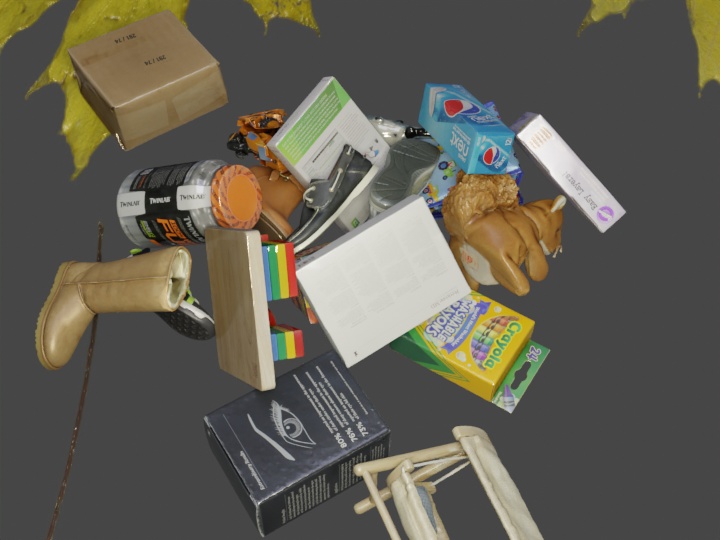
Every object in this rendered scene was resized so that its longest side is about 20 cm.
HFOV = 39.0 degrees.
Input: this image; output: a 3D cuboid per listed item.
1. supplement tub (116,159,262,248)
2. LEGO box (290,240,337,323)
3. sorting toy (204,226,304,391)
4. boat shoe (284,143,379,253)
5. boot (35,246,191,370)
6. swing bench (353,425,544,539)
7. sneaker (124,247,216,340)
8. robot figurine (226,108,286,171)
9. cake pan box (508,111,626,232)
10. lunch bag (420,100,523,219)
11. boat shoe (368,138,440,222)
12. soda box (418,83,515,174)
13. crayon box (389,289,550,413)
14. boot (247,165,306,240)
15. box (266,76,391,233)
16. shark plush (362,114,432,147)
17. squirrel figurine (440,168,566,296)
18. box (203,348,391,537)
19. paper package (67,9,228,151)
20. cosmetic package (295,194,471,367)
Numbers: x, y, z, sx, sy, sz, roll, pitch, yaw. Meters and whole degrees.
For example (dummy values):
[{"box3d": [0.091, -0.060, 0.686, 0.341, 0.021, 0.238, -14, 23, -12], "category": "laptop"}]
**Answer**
[{"box3d": [-0.251, -0.098, 1.498, 0.199, 0.123, 0.123, -4, 47, 34], "category": "supplement tub"}, {"box3d": [0.000, 0.000, 1.453, 0.199, 0.077, 0.149, -15, 13, -12], "category": "LEGO box"}, {"box3d": [-0.140, 0.041, 1.354, 0.069, 0.199, 0.201, -8, 97, -23], "category": "sorting toy"}, {"box3d": [-0.057, -0.100, 1.483, 0.068, 0.072, 0.200, 43, 69, -10], "category": "boat shoe"}, {"box3d": [-0.345, 0.051, 1.414, 0.199, 0.066, 0.176, -4, 65, 22], "category": "boot"}, {"box3d": [0.119, 0.313, 1.238, 0.199, 0.130, 0.199, -18, 55, -14], "category": "swing bench"}, {"box3d": [-0.274, 0.023, 1.484, 0.200, 0.072, 0.083, 32, 58, 21], "category": "sneaker"}, {"box3d": [-0.129, -0.212, 1.624, 0.145, 0.058, 0.200, -17, 28, -25], "category": "robot figurine"}, {"box3d": [0.304, -0.147, 1.514, 0.052, 0.184, 0.200, -42, 93, 11], "category": "cake pan box"}, {"box3d": [0.142, -0.163, 1.624, 0.199, 0.094, 0.151, -15, 57, 0], "category": "lunch bag"}, {"box3d": [0.062, -0.135, 1.539, 0.074, 0.065, 0.202, 24, 42, 7], "category": "boat shoe"}, {"box3d": [0.155, -0.215, 1.523, 0.064, 0.068, 0.200, -1, 30, -21], "category": "soda box"}, {"box3d": [0.158, 0.098, 1.445, 0.200, 0.052, 0.126, 28, 58, 18], "category": "crayon box"}, {"box3d": [-0.111, -0.109, 1.577, 0.155, 0.077, 0.200, -25, 38, -25], "category": "boot"}, {"box3d": [-0.033, -0.173, 1.548, 0.144, 0.200, 0.036, -51, 33, -16], "category": "box"}, {"box3d": [0.038, -0.238, 1.649, 0.199, 0.091, 0.083, -5, 17, 35], "category": "shark plush"}, {"box3d": [0.216, -0.074, 1.494, 0.186, 0.141, 0.200, -32, 96, -30], "category": "squirrel figurine"}, {"box3d": [-0.081, 0.222, 1.318, 0.200, 0.104, 0.148, -26, 58, -18], "category": "box"}, {"box3d": [-0.361, -0.327, 1.723, 0.200, 0.104, 0.191, -30, 58, -20], "category": "paper package"}, {"box3d": [0.027, 0.013, 1.358, 0.200, 0.052, 0.151, -30, 103, -8], "category": "cosmetic package"}]
